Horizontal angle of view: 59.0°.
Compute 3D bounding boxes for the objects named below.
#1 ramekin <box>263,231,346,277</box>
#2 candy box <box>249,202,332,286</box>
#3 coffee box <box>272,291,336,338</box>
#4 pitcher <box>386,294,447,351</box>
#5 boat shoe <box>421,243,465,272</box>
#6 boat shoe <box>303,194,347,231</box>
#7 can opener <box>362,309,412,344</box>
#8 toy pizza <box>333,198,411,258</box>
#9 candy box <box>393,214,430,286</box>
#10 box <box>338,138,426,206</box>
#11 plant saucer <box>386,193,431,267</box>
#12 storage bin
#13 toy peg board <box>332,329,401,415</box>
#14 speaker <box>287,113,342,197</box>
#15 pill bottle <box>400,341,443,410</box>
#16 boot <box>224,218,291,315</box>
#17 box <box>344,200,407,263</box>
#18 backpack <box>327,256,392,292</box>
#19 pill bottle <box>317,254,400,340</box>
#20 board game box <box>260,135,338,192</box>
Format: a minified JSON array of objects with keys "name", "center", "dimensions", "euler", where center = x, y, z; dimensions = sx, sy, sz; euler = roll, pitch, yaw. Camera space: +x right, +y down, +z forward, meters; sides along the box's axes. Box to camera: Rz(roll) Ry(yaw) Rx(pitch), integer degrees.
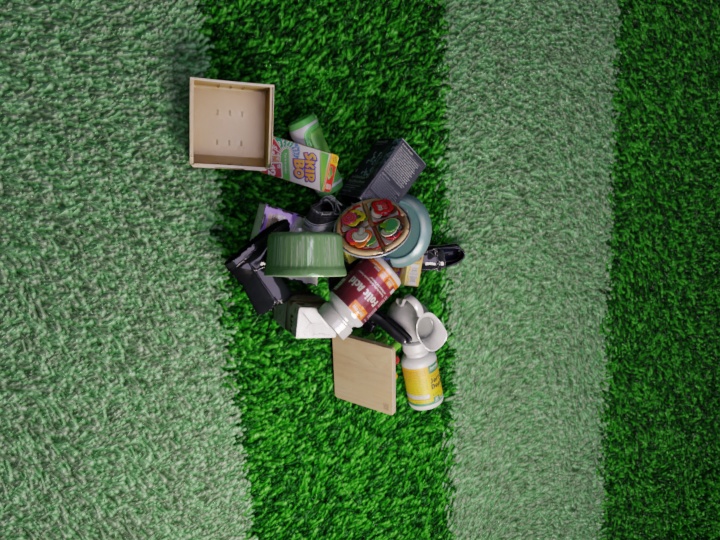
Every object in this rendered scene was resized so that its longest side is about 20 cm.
[{"name":"ramekin","center":[-0.129,-0.038,1.490],"dimensions":[0.195,0.199,0.101],"euler":[0,91,-25]},{"name":"candy box","center":[-0.190,-0.068,1.680],"dimensions":[0.196,0.071,0.172],"euler":[15,92,-27]},{"name":"coffee box","center":[-0.147,0.112,1.661],"dimensions":[0.111,0.199,0.082],"euler":[3,99,-26]},{"name":"pitcher","center":[0.142,0.128,1.806],"dimensions":[0.120,0.199,0.174],"euler":[-34,112,-16]},{"name":"boat shoe","center":[0.227,-0.037,1.897],"dimensions":[0.195,0.062,0.077],"euler":[-12,106,-22]},{"name":"boat shoe","center":[-0.083,-0.161,1.666],"dimensions":[0.198,0.073,0.069],"euler":[-26,144,-57]},{"name":"can opener","center":[0.071,0.150,1.787],"dimensions":[0.063,0.198,0.081],"euler":[-13,123,-46]},{"name":"toy pizza","center":[0.028,-0.112,1.558],"dimensions":[0.197,0.200,0.032],"euler":[-31,141,-17]},{"name":"candy box","center":[0.131,-0.067,1.812],"dimensions":[0.055,0.116,0.206],"euler":[4,98,-30]},{"name":"box","center":[0.057,-0.247,1.727],"dimensions":[0.107,0.148,0.202],"euler":[41,81,-26]},{"name":"plant saucer","center":[0.102,-0.111,1.756],"dimensions":[0.027,0.196,0.206],"euler":[-2,102,-59]},{"name":"storage bin","center":[-0.314,-0.349,1.540],"dimensions":[0.194,0.094,0.205],"euler":[0,99,-17]},{"name":"toy peg board","center":[0.029,0.271,1.796],"dimensions":[0.097,0.196,0.205],"euler":[-30,124,-51]},{"name":"speaker","center":[-0.117,-0.301,1.668],"dimensions":[0.087,0.088,0.204],"euler":[-31,111,-18]},{"name":"pill bottle","center":[0.181,0.302,1.906],"dimensions":[0.110,0.112,0.206],"euler":[-18,106,-22]},{"name":"boot","center":[-0.220,-0.007,1.593],"dimensions":[0.199,0.076,0.170],"euler":[-39,110,-10]},{"name":"box","center":[0.027,-0.099,1.609],"dimensions":[0.197,0.075,0.051],"euler":[-32,130,-16]},{"name":"backpack","center":[0.000,0.000,1.710],"dimensions":[0.177,0.200,0.152],"euler":[-2,83,0]},{"name":"pill bottle","center":[-0.006,0.062,1.543],"dimensions":[0.200,0.114,0.114],"euler":[-46,115,-7]},{"name":"board game box","center":[-0.157,-0.271,1.615],"dimensions":[0.195,0.030,0.098],"euler":[17,103,9]}]
